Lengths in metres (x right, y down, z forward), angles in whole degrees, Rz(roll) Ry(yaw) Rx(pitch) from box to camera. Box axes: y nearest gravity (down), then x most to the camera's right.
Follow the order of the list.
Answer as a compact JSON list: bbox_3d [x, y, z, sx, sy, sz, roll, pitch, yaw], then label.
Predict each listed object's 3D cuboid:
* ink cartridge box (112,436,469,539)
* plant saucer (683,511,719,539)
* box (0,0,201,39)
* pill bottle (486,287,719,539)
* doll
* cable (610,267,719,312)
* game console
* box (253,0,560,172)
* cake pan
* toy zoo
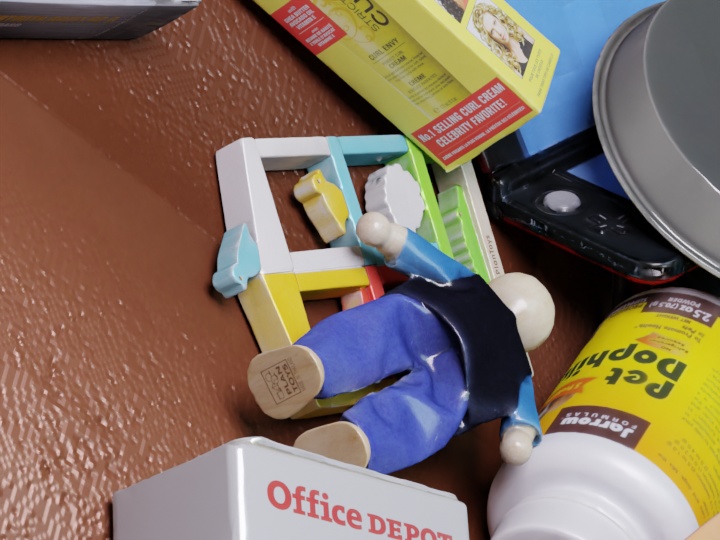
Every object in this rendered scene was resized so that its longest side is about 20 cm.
[{"bbox_3d":[-0.023,0.185,1.061,0.144,0.083,0.201,20,59,-43],"label":"ink cartridge box"},{"bbox_3d":[0.126,0.179,1.151,0.037,0.201,0.200,46,34,18],"label":"plant saucer"},{"bbox_3d":[-0.162,-0.201,1.125,0.158,0.048,0.201,-5,75,-50],"label":"box"},{"bbox_3d":[0.131,0.100,1.265,0.110,0.109,0.200,56,39,-13],"label":"pill bottle"},{"bbox_3d":[0.031,0.035,1.195,0.200,0.048,0.137,-21,78,-52],"label":"doll"},{"bbox_3d":[0.146,-0.019,1.418,0.097,0.050,0.201,-23,77,-35],"label":"cable"},{"bbox_3d":[0.156,-0.101,1.354,0.199,0.172,0.119,-26,128,-36],"label":"game console"},{"bbox_3d":[0.000,-0.138,1.245,0.200,0.075,0.050,40,44,-21],"label":"box"},{"bbox_3d":[0.216,-0.072,1.324,0.199,0.037,0.201,13,52,-16],"label":"cake pan"},{"bbox_3d":[0.000,0.000,1.234,0.199,0.020,0.132,-6,76,-50],"label":"toy zoo"}]
